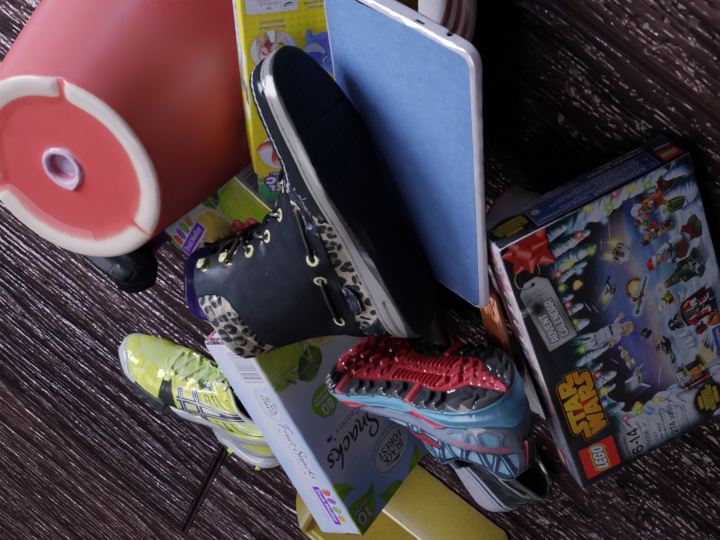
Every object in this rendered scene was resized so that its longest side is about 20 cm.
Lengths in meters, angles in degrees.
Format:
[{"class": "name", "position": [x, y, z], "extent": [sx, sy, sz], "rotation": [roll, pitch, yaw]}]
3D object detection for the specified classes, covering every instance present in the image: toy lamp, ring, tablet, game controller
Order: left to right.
[{"class": "game controller", "position": [-0.236, -0.056, 1.028], "extent": [0.200, 0.042, 0.104], "rotation": [40, 171, 1]}, {"class": "toy lamp", "position": [-0.109, 0.043, 1.156], "extent": [0.058, 0.058, 0.200], "rotation": [25, 159, 22]}, {"class": "tablet", "position": [0.031, -0.076, 0.830], "extent": [0.130, 0.014, 0.201], "rotation": [35, 148, 35]}, {"class": "ring", "position": [0.069, 0.006, 0.970], "extent": [0.200, 0.019, 0.202], "rotation": [159, 90, -80]}]

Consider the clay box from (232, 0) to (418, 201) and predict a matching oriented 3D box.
[{"class": "clay box", "position": [-0.022, -0.140, 0.868], "extent": [0.048, 0.114, 0.201], "rotation": [-109, 13, -45]}]

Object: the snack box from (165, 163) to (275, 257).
[{"class": "snack box", "position": [-0.152, -0.093, 1.128], "extent": [0.200, 0.053, 0.142], "rotation": [43, 143, 1]}]

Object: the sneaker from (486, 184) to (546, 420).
[{"class": "sneaker", "position": [0.152, 0.035, 0.945], "extent": [0.088, 0.081, 0.201], "rotation": [7, 131, 41]}]

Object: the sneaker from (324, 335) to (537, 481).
[{"class": "sneaker", "position": [0.047, 0.100, 0.943], "extent": [0.200, 0.079, 0.096], "rotation": [15, 138, 59]}]

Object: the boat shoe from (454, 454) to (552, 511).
[{"class": "boat shoe", "position": [0.091, 0.118, 1.108], "extent": [0.071, 0.072, 0.200], "rotation": [-18, 123, 41]}]

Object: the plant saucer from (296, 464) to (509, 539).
[{"class": "plant saucer", "position": [0.024, 0.253, 1.312], "extent": [0.199, 0.048, 0.200], "rotation": [38, 144, 9]}]

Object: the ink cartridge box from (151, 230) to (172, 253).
[{"class": "ink cartridge box", "position": [-0.244, -0.081, 1.102], "extent": [0.196, 0.043, 0.200], "rotation": [45, 174, -11]}]

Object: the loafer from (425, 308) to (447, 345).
[{"class": "loafer", "position": [0.000, 0.000, 1.035], "extent": [0.201, 0.068, 0.076], "rotation": [61, 170, -3]}]

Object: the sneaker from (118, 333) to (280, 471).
[{"class": "sneaker", "position": [-0.144, 0.113, 1.321], "extent": [0.199, 0.076, 0.077], "rotation": [30, 136, 1]}]

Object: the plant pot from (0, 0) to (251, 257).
[{"class": "plant pot", "position": [-0.162, -0.117, 0.937], "extent": [0.199, 0.178, 0.201], "rotation": [14, 133, 16]}]

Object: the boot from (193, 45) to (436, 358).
[{"class": "boot", "position": [-0.056, -0.032, 0.869], "extent": [0.153, 0.074, 0.204], "rotation": [-14, 116, 33]}]

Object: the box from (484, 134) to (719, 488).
[{"class": "box", "position": [0.170, 0.030, 0.880], "extent": [0.201, 0.136, 0.040], "rotation": [66, 174, -29]}]

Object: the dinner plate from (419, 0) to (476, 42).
[{"class": "dinner plate", "position": [-0.004, -0.207, 0.901], "extent": [0.199, 0.024, 0.201], "rotation": [25, 140, 22]}]

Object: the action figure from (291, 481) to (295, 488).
[{"class": "action figure", "position": [-0.044, 0.073, 1.169], "extent": [0.055, 0.118, 0.201], "rotation": [15, 128, 50]}]

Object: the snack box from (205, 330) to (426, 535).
[{"class": "snack box", "position": [-0.022, 0.092, 1.101], "extent": [0.053, 0.142, 0.201], "rotation": [-4, 123, 45]}]
